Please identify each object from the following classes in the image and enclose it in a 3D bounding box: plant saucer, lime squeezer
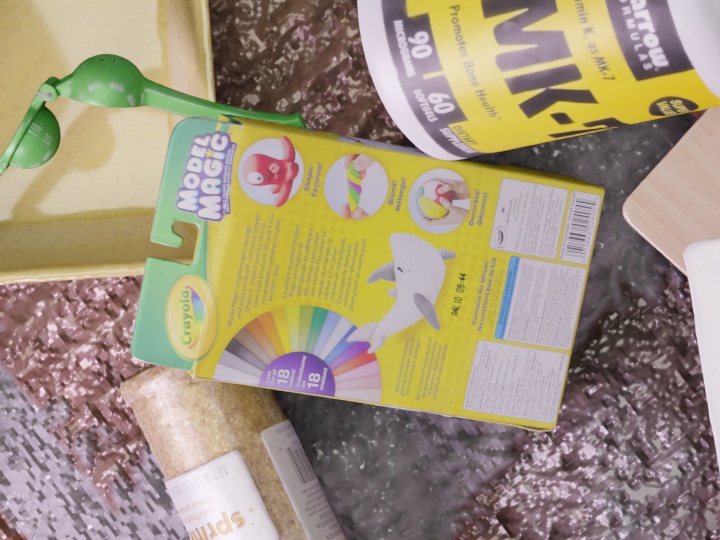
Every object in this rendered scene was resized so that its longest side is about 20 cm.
[{"bbox_3d":[-0.163,-0.093,1.190,0.200,0.048,0.200,-4,90,8],"label":"plant saucer"},{"bbox_3d":[-0.129,-0.057,1.151,0.200,0.038,0.071,-23,119,7],"label":"lime squeezer"}]

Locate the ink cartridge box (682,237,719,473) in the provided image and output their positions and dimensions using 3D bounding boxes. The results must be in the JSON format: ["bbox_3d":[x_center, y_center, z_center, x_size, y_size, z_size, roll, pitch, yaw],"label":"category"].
[{"bbox_3d":[0.239,0.026,1.032,0.200,0.067,0.117,-9,90,10],"label":"ink cartridge box"}]

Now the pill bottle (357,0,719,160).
[{"bbox_3d":[0.110,-0.118,1.061,0.200,0.114,0.114,-11,90,29],"label":"pill bottle"}]

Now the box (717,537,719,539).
[{"bbox_3d":[0.178,0.176,1.125,0.103,0.095,0.200,42,96,6],"label":"box"}]

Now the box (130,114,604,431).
[{"bbox_3d":[0.000,0.000,1.130,0.200,0.048,0.117,10,96,-19],"label":"box"}]

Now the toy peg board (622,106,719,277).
[{"bbox_3d":[0.261,-0.040,1.122,0.200,0.098,0.199,43,112,5],"label":"toy peg board"}]

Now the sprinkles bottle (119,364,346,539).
[{"bbox_3d":[-0.040,0.128,1.168,0.068,0.068,0.200,-26,87,8],"label":"sprinkles bottle"}]
